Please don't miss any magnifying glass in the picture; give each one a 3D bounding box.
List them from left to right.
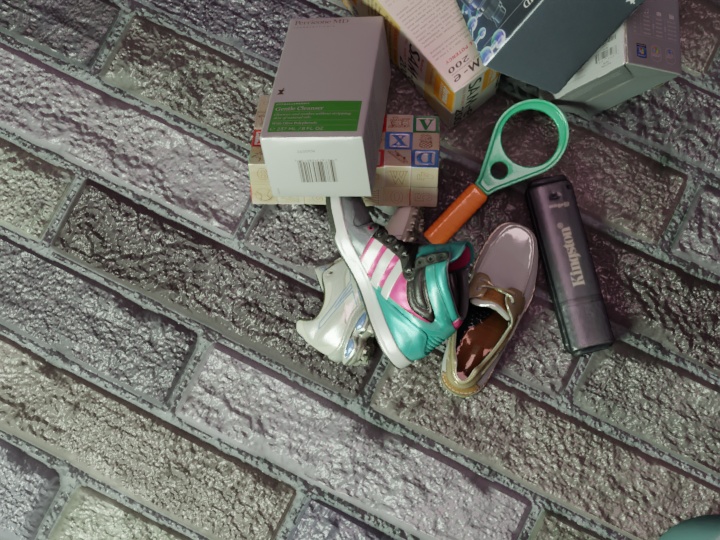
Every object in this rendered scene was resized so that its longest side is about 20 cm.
[{"bbox_3d":[0.146,-0.103,1.329,0.080,0.022,0.200,43,99,-2],"label":"magnifying glass"}]

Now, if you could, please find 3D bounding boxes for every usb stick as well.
[{"bbox_3d":[0.226,-0.005,1.326,0.055,0.033,0.200,-13,78,0],"label":"usb stick"}]

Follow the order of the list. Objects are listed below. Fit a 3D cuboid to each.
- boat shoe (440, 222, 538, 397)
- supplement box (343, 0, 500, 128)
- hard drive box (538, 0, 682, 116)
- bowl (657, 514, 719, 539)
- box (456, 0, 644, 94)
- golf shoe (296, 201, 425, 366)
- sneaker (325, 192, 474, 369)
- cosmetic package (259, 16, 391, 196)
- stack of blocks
[{"bbox_3d":[0.142,0.039,1.302,0.075,0.068,0.200,18,80,5],"label":"boat shoe"},{"bbox_3d":[0.065,-0.266,1.336,0.074,0.126,0.200,-38,79,-6],"label":"supplement box"},{"bbox_3d":[0.262,-0.286,1.309,0.077,0.156,0.200,5,79,-26],"label":"hard drive box"},{"bbox_3d":[0.384,0.324,1.190,0.201,0.105,0.201,4,63,-9],"label":"bowl"},{"bbox_3d":[0.180,-0.310,1.249,0.107,0.148,0.200,13,44,-35],"label":"box"},{"bbox_3d":[0.000,0.000,1.315,0.097,0.078,0.200,24,80,13],"label":"golf shoe"},{"bbox_3d":[0.050,-0.015,1.224,0.121,0.084,0.200,-25,83,17],"label":"sneaker"},{"bbox_3d":[-0.032,-0.171,1.259,0.108,0.085,0.200,-1,47,8],"label":"cosmetic package"},{"bbox_3d":[-0.015,-0.130,1.320,0.200,0.059,0.115,2,47,3],"label":"stack of blocks"}]
